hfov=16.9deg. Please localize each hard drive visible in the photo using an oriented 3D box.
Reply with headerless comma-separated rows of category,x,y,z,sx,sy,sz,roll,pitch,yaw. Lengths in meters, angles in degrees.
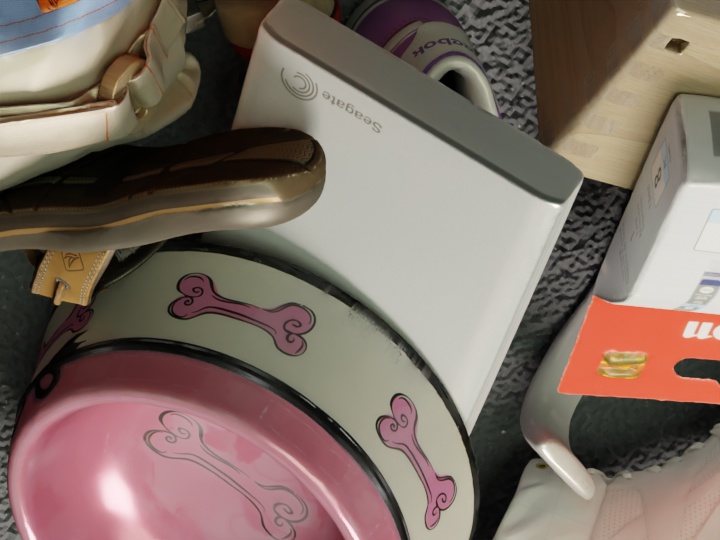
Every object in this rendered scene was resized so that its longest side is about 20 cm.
hard drive,0.000,0.000,0.957,0.131,0.027,0.201,31,139,10

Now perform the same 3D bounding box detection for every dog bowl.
dog bowl,-0.056,0.090,0.987,0.199,0.074,0.201,15,133,17

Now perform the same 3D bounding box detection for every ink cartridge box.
ink cartridge box,0.176,0.015,0.963,0.159,0.048,0.201,5,143,-8

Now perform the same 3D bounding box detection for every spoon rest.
spoon rest,0.142,0.009,1.088,0.200,0.061,0.099,-47,119,-8

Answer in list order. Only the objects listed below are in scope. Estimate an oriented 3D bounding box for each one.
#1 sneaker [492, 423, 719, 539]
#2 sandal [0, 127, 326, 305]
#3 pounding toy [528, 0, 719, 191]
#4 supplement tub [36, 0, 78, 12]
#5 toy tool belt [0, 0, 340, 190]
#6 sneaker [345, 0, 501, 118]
sneaker,0.134,0.099,1.106,0.200,0.115,0.074,-43,142,-36
sandal,-0.094,-0.017,0.935,0.199,0.082,0.055,-4,114,31
pounding toy,0.153,-0.144,0.952,0.183,0.201,0.142,14,143,-21
supplement tub,-0.099,-0.197,0.816,0.122,0.123,0.201,-22,99,-6
toy tool belt,-0.112,-0.111,0.919,0.199,0.125,0.124,-21,125,-7
sneaker,0.011,-0.006,1.004,0.072,0.114,0.202,0,114,-17
